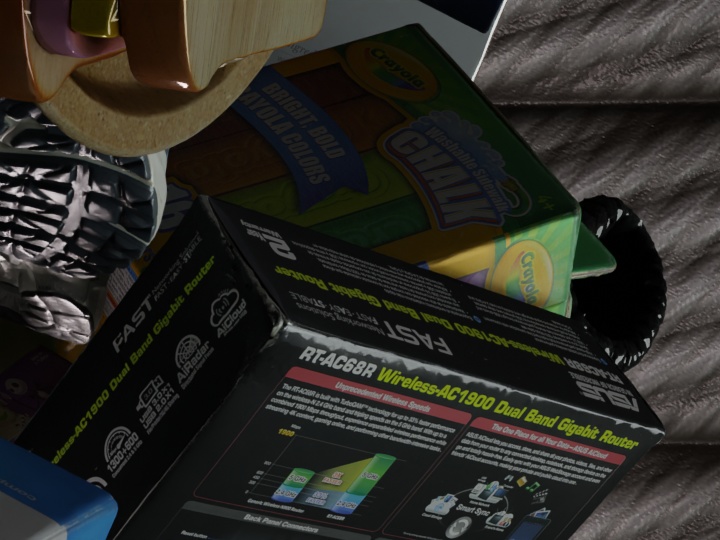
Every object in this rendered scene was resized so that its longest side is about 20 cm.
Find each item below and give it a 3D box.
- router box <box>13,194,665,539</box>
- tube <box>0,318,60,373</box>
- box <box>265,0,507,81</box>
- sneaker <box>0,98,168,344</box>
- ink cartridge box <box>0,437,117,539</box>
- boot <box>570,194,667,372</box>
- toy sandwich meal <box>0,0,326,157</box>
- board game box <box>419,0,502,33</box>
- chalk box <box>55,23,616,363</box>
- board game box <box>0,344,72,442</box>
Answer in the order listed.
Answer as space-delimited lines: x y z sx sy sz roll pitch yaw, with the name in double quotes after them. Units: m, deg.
-0.015 0.070 0.723 0.200 0.062 0.150 18 118 -47 "router box"
-0.153 0.068 0.847 0.200 0.052 0.058 -57 130 -38 "tube"
-0.016 -0.093 0.981 0.200 0.097 0.124 -68 -160 -1 "box"
-0.094 -0.044 0.658 0.200 0.078 0.086 138 -30 -71 "sneaker"
-0.149 0.116 0.524 0.145 0.084 0.200 -65 172 9 "ink cartridge box"
0.059 0.004 0.980 0.158 0.079 0.211 -39 -152 31 "boot"
-0.025 -0.113 0.514 0.205 0.070 0.205 -47 145 -50 "toy sandwich meal"
0.012 -0.166 0.786 0.035 0.135 0.200 -64 179 33 "board game box"
0.000 0.000 0.817 0.200 0.124 0.124 -20 138 -24 "chalk box"
-0.167 0.114 0.738 0.120 0.032 0.200 -61 170 31 "board game box"
